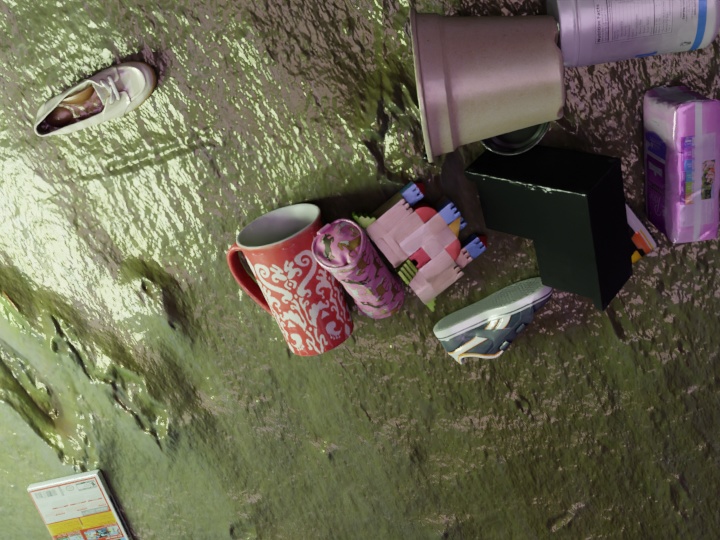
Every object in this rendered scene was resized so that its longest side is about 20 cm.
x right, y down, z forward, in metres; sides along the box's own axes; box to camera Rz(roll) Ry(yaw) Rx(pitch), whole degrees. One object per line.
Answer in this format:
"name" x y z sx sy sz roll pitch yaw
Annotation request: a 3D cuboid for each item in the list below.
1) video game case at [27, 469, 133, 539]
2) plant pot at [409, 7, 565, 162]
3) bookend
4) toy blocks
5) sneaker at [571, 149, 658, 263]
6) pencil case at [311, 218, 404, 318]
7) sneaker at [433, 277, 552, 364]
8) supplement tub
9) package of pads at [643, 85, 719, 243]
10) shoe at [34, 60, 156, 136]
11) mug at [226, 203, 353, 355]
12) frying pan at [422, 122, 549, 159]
"video game case" -0.506 0.463 1.574 0.142 0.017 0.201 -14 111 9
"plant pot" 0.168 -0.254 1.122 0.182 0.201 0.201 -7 112 8
"bookend" 0.270 -0.068 1.222 0.198 0.092 0.201 17 138 41
"toy blocks" 0.101 -0.053 1.281 0.137 0.100 0.200 -39 105 6
"sneaker" 0.346 -0.082 1.253 0.090 0.070 0.200 -40 106 16
"pencil case" 0.000 0.000 1.253 0.086 0.083 0.200 4 158 22
"sneaker" 0.217 0.080 1.328 0.199 0.078 0.080 -26 104 26
"supplement tub" 0.349 -0.340 1.111 0.199 0.132 0.133 -7 112 8
"package of pads" 0.444 -0.149 1.190 0.075 0.121 0.201 -8 112 2
"shoe" -0.387 -0.244 1.247 0.199 0.053 0.070 -22 110 13
"mug" -0.101 0.013 1.317 0.133 0.177 0.201 -32 117 -22
"frying pan" 0.190 -0.192 1.215 0.190 0.031 0.115 -47 68 18
